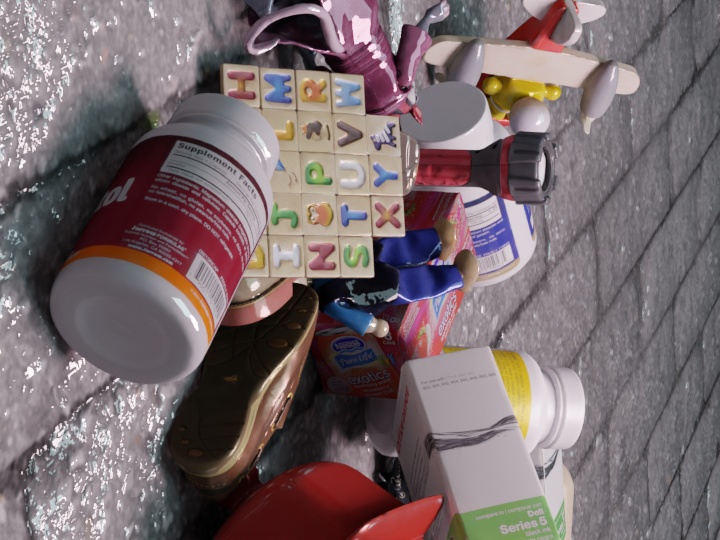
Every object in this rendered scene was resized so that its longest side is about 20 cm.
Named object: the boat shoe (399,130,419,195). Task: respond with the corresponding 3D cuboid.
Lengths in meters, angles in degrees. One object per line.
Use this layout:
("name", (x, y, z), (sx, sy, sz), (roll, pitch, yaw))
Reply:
("boat shoe", (-0.034, -0.106, 1.490), (0.200, 0.072, 0.076), (20, 87, -47))

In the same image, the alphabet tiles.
("alphabet tiles", (-0.049, -0.078, 1.373), (0.199, 0.006, 0.167), (0, 85, -33))

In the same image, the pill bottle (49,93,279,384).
("pill bottle", (-0.128, -0.028, 1.205), (0.201, 0.112, 0.113), (-67, 150, -41))

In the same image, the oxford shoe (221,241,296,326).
("oxford shoe", (-0.067, -0.032, 1.418), (0.200, 0.070, 0.075), (-54, 136, -55))

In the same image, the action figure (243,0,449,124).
("action figure", (0.001, -0.189, 1.445), (0.200, 0.134, 0.149), (51, 21, -31))

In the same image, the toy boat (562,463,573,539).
("toy boat", (0.173, 0.308, 2.020), (0.131, 0.130, 0.201), (138, -42, -80))

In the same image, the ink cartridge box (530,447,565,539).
("ink cartridge box", (0.139, 0.206, 1.853), (0.083, 0.146, 0.201), (-45, 135, -61))

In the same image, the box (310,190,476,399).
("box", (0.031, 0.019, 1.625), (0.200, 0.099, 0.096), (-64, 148, -44))

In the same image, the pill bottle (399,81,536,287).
("pill bottle", (0.106, -0.090, 1.773), (0.201, 0.119, 0.120), (70, 31, -44))

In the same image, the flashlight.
("flashlight", (0.080, -0.096, 1.598), (0.068, 0.199, 0.068), (-64, 149, -44))

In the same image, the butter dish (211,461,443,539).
("butter dish", (-0.059, 0.219, 1.384), (0.200, 0.148, 0.199), (-48, 165, 15))

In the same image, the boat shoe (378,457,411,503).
("boat shoe", (0.051, 0.214, 1.750), (0.075, 0.062, 0.201), (-1, 78, -70))

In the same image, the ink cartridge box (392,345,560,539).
("ink cartridge box", (0.096, 0.189, 1.507), (0.146, 0.084, 0.201), (96, -20, -55))

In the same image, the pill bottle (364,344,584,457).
("pill bottle", (0.113, 0.130, 1.689), (0.111, 0.199, 0.112), (-176, -90, -69))

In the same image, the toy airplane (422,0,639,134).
("toy airplane", (0.185, -0.212, 1.850), (0.199, 0.199, 0.142), (42, 41, -61))

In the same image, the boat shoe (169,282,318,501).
("boat shoe", (-0.089, 0.095, 1.383), (0.068, 0.072, 0.201), (76, 33, -46))

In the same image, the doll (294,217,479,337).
("doll", (0.000, 0.000, 1.509), (0.199, 0.137, 0.049), (-12, 144, -32))
